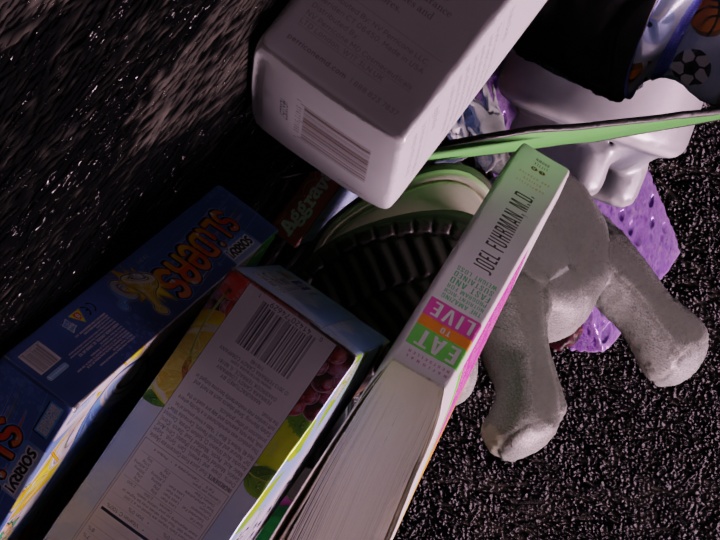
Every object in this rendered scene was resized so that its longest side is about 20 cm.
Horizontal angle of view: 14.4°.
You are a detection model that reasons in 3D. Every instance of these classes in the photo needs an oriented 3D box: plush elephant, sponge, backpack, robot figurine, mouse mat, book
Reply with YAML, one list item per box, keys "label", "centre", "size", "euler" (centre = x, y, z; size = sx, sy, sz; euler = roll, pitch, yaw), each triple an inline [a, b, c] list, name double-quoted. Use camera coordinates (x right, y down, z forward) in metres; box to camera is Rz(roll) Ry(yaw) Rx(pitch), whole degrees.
- label: "plush elephant"
  centre: [0.057, 0.010, 1.541]
  size: [0.164, 0.201, 0.155]
  euler: [-31, -176, -40]
- label: "sponge"
  centre: [0.124, -0.062, 1.683]
  size: [0.030, 0.201, 0.112]
  euler: [-3, -147, 38]
- label: "backpack"
  centre: [0.152, -0.178, 1.377]
  size: [0.200, 0.154, 0.191]
  euler: [-58, -176, 18]
- label: "robot figurine"
  centre: [0.147, -0.139, 1.578]
  size: [0.169, 0.113, 0.201]
  euler: [12, 100, -58]
- label: "mouse mat"
  centre: [0.082, -0.061, 1.321]
  size: [0.199, 0.008, 0.161]
  euler: [-7, 179, -37]
- label: "book"
  centre: [0.029, 0.044, 1.215]
  size: [0.134, 0.048, 0.200]
  euler: [-63, 176, 32]

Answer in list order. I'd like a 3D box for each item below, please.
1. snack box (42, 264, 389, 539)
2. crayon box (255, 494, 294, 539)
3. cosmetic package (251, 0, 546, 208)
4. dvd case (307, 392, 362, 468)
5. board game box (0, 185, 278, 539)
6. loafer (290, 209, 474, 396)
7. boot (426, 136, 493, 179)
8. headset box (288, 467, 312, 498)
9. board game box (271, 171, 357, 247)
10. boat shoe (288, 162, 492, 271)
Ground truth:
- label: "snack box"
  centre: [-0.074, 0.095, 1.158]
  size: [0.200, 0.068, 0.169]
  euler: [-56, 176, 2]
- label: "crayon box"
  centre: [-0.087, 0.128, 1.357]
  size: [0.058, 0.119, 0.200]
  euler: [-51, 174, -17]
- label: "cosmetic package"
  centre: [0.043, -0.130, 1.118]
  size: [0.200, 0.074, 0.102]
  euler: [-54, 175, -14]
- label: "dvd case"
  centre: [-0.020, 0.096, 1.632]
  size: [0.146, 0.022, 0.201]
  euler: [125, -28, -60]
- label: "board game box"
  centre: [-0.113, 0.055, 1.133]
  size: [0.136, 0.034, 0.200]
  euler: [-57, 174, 29]
- label: "loafer"
  centre: [-0.014, 0.028, 1.382]
  size: [0.199, 0.073, 0.071]
  euler: [-26, 177, 17]
- label: "boot"
  centre: [0.116, -0.050, 1.781]
  size: [0.200, 0.146, 0.070]
  euler: [-50, 177, -26]
- label: "headset box"
  centre: [-0.073, 0.181, 1.563]
  size: [0.200, 0.075, 0.149]
  euler: [156, -50, -73]
- label: "board game box"
  centre: [0.009, -0.064, 1.486]
  size: [0.103, 0.019, 0.200]
  euler: [-53, 174, 10]
- label: "boat shoe"
  centre: [0.000, 0.000, 1.430]
  size: [0.200, 0.067, 0.057]
  euler: [-44, -167, 35]
